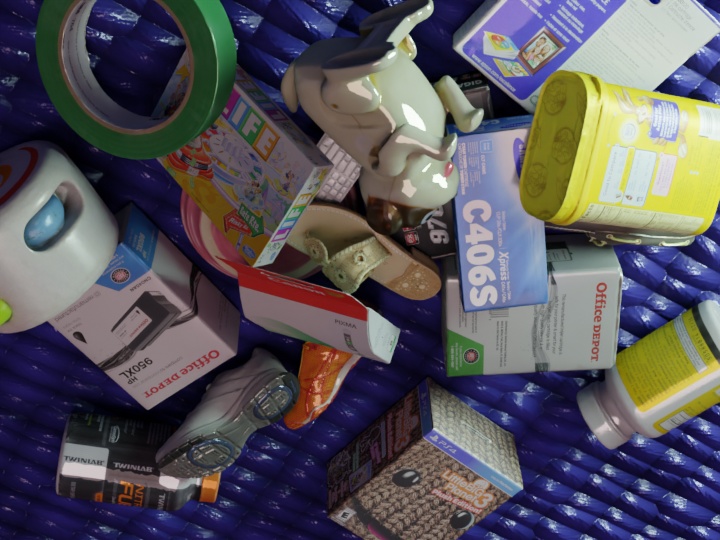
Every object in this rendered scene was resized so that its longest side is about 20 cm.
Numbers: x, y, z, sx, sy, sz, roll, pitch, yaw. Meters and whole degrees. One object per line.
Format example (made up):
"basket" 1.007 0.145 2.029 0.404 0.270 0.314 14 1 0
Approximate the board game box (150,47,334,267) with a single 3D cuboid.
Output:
"board game box" -0.130 -0.122 1.269 0.200 0.034 0.135 47 121 20

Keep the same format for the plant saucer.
"plant saucer" -0.102 -0.060 1.382 0.198 0.051 0.202 -1 126 -1

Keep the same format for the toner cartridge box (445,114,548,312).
"toner cartridge box" 0.145 -0.058 1.318 0.094 0.043 0.202 -7 114 0

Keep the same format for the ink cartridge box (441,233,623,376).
"ink cartridge box" 0.194 0.040 1.442 0.198 0.083 0.148 -2 125 0

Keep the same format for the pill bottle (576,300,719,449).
"pill bottle" 0.364 0.132 1.497 0.199 0.112 0.111 -35 120 20

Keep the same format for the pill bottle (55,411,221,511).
"pill bottle" -0.273 0.241 1.555 0.198 0.107 0.107 9 125 -8

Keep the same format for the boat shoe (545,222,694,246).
"boat shoe" 0.283 -0.056 1.385 0.200 0.072 0.061 -1 121 -6

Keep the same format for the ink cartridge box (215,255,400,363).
"ink cartridge box" -0.059 0.046 1.347 0.160 0.200 0.051 15 83 20

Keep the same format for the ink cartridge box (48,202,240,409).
"ink cartridge box" -0.253 0.045 1.430 0.144 0.085 0.200 -31 121 19

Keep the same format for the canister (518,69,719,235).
"canister" 0.274 -0.114 1.265 0.198 0.086 0.150 5 104 -28

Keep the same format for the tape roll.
"tape roll" -0.222 -0.213 1.227 0.199 0.048 0.202 8 115 17

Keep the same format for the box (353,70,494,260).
"box" 0.076 -0.107 1.356 0.157 0.046 0.201 -10 124 5

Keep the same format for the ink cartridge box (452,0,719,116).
"ink cartridge box" 0.229 -0.243 1.267 0.198 0.044 0.200 35 119 -25

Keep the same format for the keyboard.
"keyboard" -0.011 -0.133 1.300 0.056 0.011 0.201 28 117 -17

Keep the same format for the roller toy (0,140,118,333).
"roller toy" -0.361 -0.042 1.307 0.182 0.200 0.140 -32 121 4

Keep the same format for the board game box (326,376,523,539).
"board game box" 0.078 0.262 1.588 0.159 0.097 0.200 35 118 -24

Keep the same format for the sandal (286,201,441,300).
"sandal" 0.003 -0.004 1.345 0.211 0.070 0.078 24 129 -27

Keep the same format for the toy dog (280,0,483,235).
"toy dog" 0.023 -0.132 1.219 0.192 0.140 0.201 -14 118 26

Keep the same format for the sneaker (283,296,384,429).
"sneaker" -0.045 0.108 1.503 0.077 0.073 0.201 31 113 -4

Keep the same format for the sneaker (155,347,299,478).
"sneaker" -0.165 0.175 1.503 0.199 0.087 0.075 -37 134 -1
